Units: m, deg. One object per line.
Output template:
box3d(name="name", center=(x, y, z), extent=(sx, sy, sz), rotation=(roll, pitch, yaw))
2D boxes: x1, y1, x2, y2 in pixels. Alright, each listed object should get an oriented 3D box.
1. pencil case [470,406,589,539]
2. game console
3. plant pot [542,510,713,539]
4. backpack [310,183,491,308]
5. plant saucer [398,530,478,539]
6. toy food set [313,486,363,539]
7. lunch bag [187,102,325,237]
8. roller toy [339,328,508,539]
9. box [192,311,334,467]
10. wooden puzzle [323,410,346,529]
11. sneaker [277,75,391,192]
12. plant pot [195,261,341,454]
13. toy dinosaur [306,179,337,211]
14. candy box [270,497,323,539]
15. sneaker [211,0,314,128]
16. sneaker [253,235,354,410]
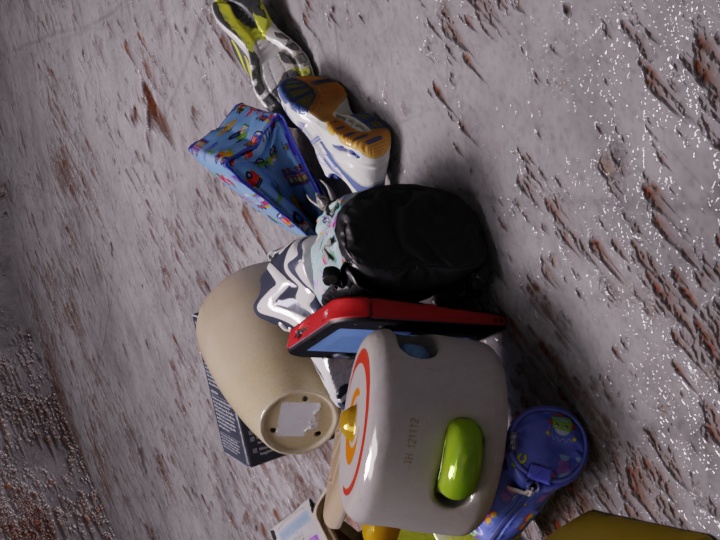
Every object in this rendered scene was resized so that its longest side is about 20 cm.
box3d(name="pencil case", center=(0.150, 0.200, 1.278), extent=(0.078, 0.087, 0.200), rotation=(26, 149, 1))
box3d(name="game console", center=(0.030, 0.066, 1.355), extent=(0.200, 0.176, 0.031), rotation=(146, 131, -67))
box3d(name="plant pot", center=(0.196, 0.337, 1.140), extent=(0.200, 0.176, 0.201), rotation=(-7, 98, 68))
box3d(name="backpack", center=(0.026, -0.018, 1.356), extent=(0.200, 0.166, 0.127), rotation=(141, 132, -68))
box3d(name="plant saucer", center=(0.074, 0.299, 1.569), extent=(0.200, 0.048, 0.200), rotation=(61, 155, 29))
box3d(name="toy food set", center=(0.029, 0.363, 1.629), extent=(0.144, 0.060, 0.200), rotation=(47, -175, -39))
box3d(name="lunch bag", center=(-0.095, -0.091, 1.608), extent=(0.200, 0.094, 0.150), rotation=(52, 170, -24))
box3d(name="roller toy", center=(0.049, 0.151, 1.255), extent=(0.200, 0.139, 0.183), rotation=(110, 166, -54))
box3d(name="box", center=(-0.120, 0.137, 1.783), extent=(0.107, 0.148, 0.201), rotation=(11, 114, 65))
box3d(name="wooden puzzle", center=(-0.002, 0.182, 1.607), extent=(0.186, 0.046, 0.201), rotation=(108, 168, -49))
box3d(name="sneaker", center=(-0.035, -0.147, 1.490), extent=(0.200, 0.075, 0.088), rotation=(49, 148, 47))
box3d(name="plant pot", center=(-0.092, 0.120, 1.591), extent=(0.200, 0.186, 0.188), rotation=(-112, 17, -56))
box3d(name="toy dinosaur", center=(0.000, 0.000, 1.535), extent=(0.102, 0.077, 0.201), rotation=(-121, 19, -59))
box3d(name="candy box", center=(-0.017, 0.406, 1.681), extent=(0.168, 0.071, 0.200), rotation=(47, -175, -31))
box3d(name="sneaker", center=(-0.106, -0.253, 1.613), extent=(0.201, 0.074, 0.085), rotation=(62, 180, 16))
box3d(name="sneaker", center=(-0.056, 0.058, 1.503), extent=(0.129, 0.079, 0.200), rotation=(1, 117, 55))
